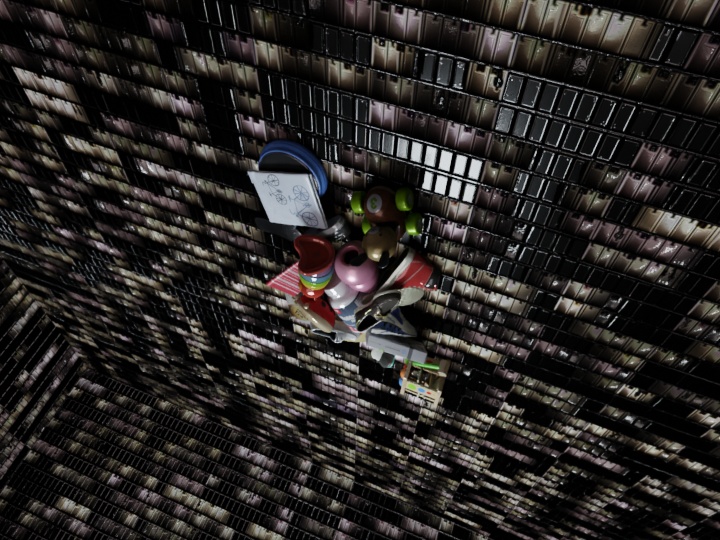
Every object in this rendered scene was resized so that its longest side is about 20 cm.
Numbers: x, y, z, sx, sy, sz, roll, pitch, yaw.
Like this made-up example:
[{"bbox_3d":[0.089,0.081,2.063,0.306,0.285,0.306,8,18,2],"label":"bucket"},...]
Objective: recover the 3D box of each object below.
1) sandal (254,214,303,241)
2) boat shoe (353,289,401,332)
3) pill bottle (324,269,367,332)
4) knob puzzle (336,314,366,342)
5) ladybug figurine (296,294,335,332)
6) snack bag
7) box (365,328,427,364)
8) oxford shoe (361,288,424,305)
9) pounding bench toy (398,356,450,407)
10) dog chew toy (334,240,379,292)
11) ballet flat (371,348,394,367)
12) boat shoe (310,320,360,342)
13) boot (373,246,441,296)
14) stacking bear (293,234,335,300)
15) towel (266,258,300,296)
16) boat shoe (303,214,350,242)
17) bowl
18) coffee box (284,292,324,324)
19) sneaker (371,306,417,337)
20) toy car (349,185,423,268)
[{"bbox_3d":[-0.239,-0.139,1.644,0.196,0.045,0.077,18,142,39],"label":"sandal"},{"bbox_3d":[0.051,0.117,1.582,0.070,0.063,0.200,17,146,-30],"label":"boat shoe"},{"bbox_3d":[-0.035,0.088,1.718,0.116,0.122,0.201,-6,136,37],"label":"pill bottle"},{"bbox_3d":[-0.048,0.181,1.915,0.211,0.031,0.224,12,140,10],"label":"knob puzzle"},{"bbox_3d":[-0.131,0.125,1.716,0.135,0.072,0.200,43,177,18],"label":"ladybug figurine"},{"bbox_3d":[-0.194,-0.191,1.489,0.193,0.022,0.192,8,140,24],"label":"snack bag"},{"bbox_3d":[0.113,0.239,1.792,0.193,0.043,0.156,18,-176,-3],"label":"box"},{"bbox_3d":[0.097,0.071,1.656,0.193,0.058,0.078,-15,102,14],"label":"oxford shoe"},{"bbox_3d":[0.216,0.343,1.880,0.151,0.127,0.203,18,145,11],"label":"pounding bench toy"},{"bbox_3d":[0.000,0.000,1.594,0.120,0.129,0.201,9,159,22],"label":"dog chew toy"},{"bbox_3d":[0.067,0.274,1.862,0.067,0.070,0.200,24,-176,-8],"label":"ballet flat"},{"bbox_3d":[-0.083,0.206,1.857,0.196,0.071,0.071,28,138,-32],"label":"boat shoe"},{"bbox_3d":[0.136,0.042,1.571,0.142,0.074,0.200,32,127,-14],"label":"boot"},{"bbox_3d":[-0.132,0.006,1.574,0.109,0.125,0.202,-7,149,-13],"label":"stacking bear"},{"bbox_3d":[-0.176,0.007,1.675,0.197,0.023,0.144,-33,151,18],"label":"towel"},{"bbox_3d":[-0.102,-0.096,1.586,0.196,0.071,0.066,-24,122,39],"label":"boat shoe"},{"bbox_3d":[-0.182,-0.250,1.460,0.194,0.040,0.204,18,144,13],"label":"bowl"},{"bbox_3d":[-0.185,0.088,1.855,0.109,0.081,0.203,15,144,13],"label":"coffee box"},{"bbox_3d":[0.111,0.146,1.743,0.079,0.120,0.196,-7,164,40],"label":"sneaker"},{"bbox_3d":[0.044,-0.090,1.373,0.159,0.204,0.160,0,139,31],"label":"toy car"}]
